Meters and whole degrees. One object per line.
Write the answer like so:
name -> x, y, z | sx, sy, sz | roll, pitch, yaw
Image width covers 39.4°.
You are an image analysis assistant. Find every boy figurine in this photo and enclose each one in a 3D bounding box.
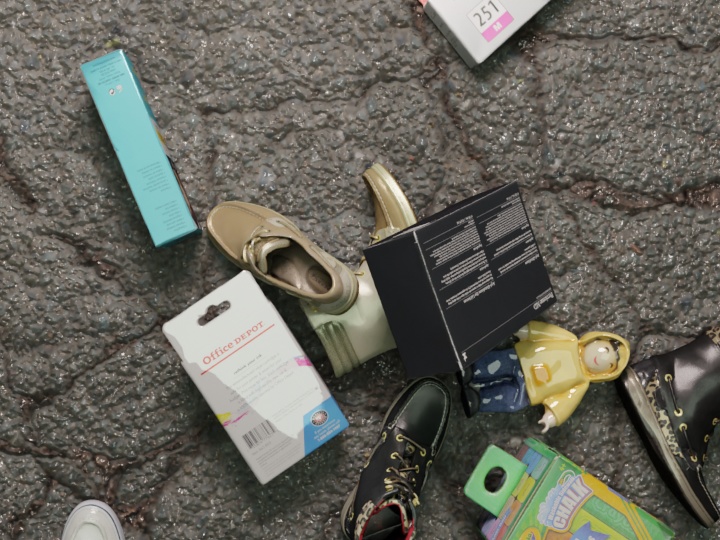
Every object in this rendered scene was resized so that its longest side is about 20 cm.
boy figurine -> 0.206, 0.116, 1.115 | 0.196, 0.064, 0.127 | -9, 82, -2

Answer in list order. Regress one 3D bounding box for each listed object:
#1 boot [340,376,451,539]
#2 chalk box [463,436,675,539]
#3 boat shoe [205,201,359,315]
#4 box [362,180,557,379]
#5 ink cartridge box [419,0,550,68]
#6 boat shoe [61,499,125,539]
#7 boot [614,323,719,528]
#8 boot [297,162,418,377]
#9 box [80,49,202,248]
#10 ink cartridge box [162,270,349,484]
boot -> 0.047, 0.214, 1.058 | 0.073, 0.154, 0.206 | 29, 89, -4
chalk box -> 0.209, 0.268, 1.086 | 0.198, 0.124, 0.126 | 32, 88, -4
boat shoe -> -0.091, -0.021, 1.058 | 0.199, 0.065, 0.073 | 33, 91, 24
box -> 0.108, 0.007, 1.040 | 0.199, 0.078, 0.143 | -26, 95, -47
ink cartridge box -> 0.146, -0.357, 1.117 | 0.200, 0.044, 0.174 | -41, 95, -3
boat shoe -> -0.295, 0.353, 1.067 | 0.073, 0.086, 0.206 | 6, 90, -4
boot -> 0.390, 0.169, 1.126 | 0.149, 0.073, 0.202 | -29, 86, -1
boot -> 0.000, 0.000, 1.096 | 0.153, 0.072, 0.203 | -22, 92, -1
box -> -0.231, -0.126, 1.070 | 0.049, 0.082, 0.203 | -23, 93, -4
ink cartridge box -> -0.113, 0.109, 1.080 | 0.114, 0.068, 0.202 | -32, 99, -4
